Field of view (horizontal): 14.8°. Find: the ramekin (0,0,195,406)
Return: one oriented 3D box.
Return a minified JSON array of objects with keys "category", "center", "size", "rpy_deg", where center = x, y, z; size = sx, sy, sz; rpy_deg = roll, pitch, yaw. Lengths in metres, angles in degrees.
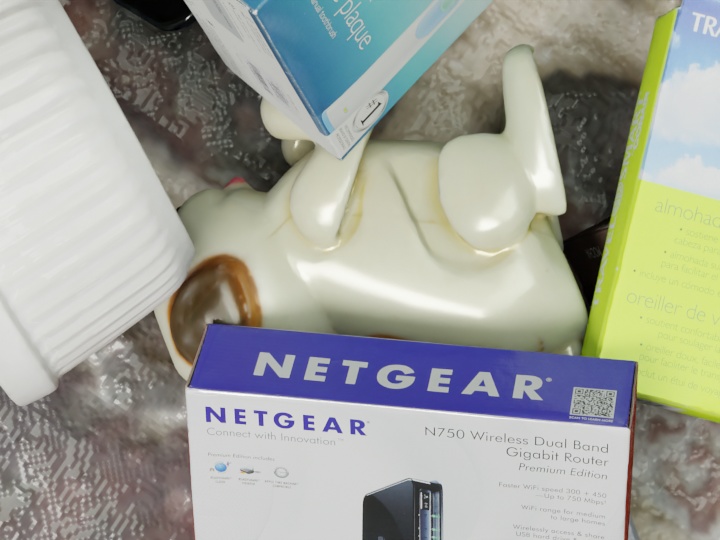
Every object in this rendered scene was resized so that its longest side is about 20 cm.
[{"category":"ramekin","center":[-0.156,-0.050,1.234],"size":[0.105,0.200,0.201],"rpy_deg":[-30,92,-4]}]

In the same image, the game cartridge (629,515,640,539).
[{"category":"game cartridge","center":[0.071,0.137,1.361],"size":[0.129,0.038,0.201],"rpy_deg":[-20,91,-6]}]

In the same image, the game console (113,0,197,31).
[{"category":"game console","center":[-0.082,-0.232,1.310],"size":[0.171,0.118,0.200],"rpy_deg":[45,81,-5]}]

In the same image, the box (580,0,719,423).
[{"category":"box","center":[0.178,-0.030,1.264],"size":[0.121,0.048,0.201],"rpy_deg":[14,86,-8]}]

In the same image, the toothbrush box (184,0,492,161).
[{"category":"toothbrush box","center":[0.014,-0.171,1.216],"size":[0.085,0.147,0.200],"rpy_deg":[39,81,26]}]

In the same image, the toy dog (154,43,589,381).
[{"category":"toy dog","center":[0.000,0.000,1.311],"size":[0.199,0.140,0.195],"rpy_deg":[-12,88,1]}]

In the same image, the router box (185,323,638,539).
[{"category":"router box","center":[0.023,0.116,1.264],"size":[0.199,0.049,0.180],"rpy_deg":[4,128,8]}]

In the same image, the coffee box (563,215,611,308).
[{"category":"coffee box","center":[0.210,-0.028,1.350],"size":[0.199,0.113,0.080],"rpy_deg":[-28,92,-8]}]
